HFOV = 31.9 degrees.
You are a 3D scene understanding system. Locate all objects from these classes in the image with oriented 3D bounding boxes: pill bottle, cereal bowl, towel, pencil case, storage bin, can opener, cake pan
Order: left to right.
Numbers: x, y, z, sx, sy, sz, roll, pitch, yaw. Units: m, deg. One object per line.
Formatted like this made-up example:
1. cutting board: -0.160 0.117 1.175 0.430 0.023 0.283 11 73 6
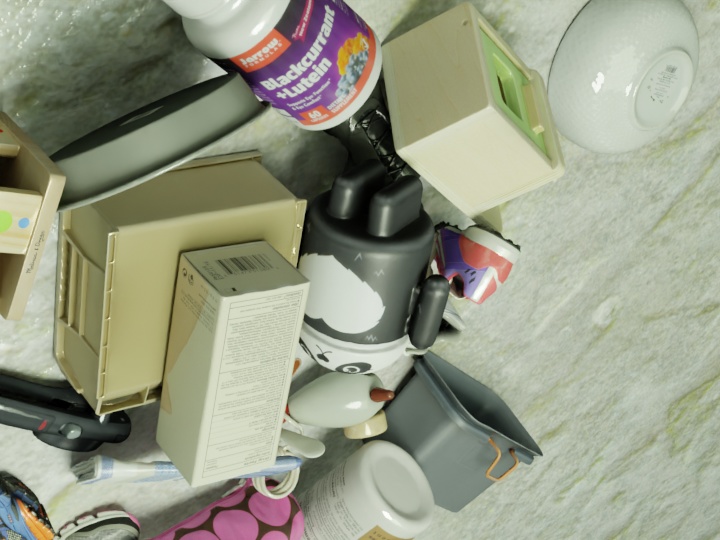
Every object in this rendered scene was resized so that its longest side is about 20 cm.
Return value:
1. can opener: -0.294 0.127 1.144 0.199 0.063 0.079 24 102 -48
2. cake pan: -0.168 -0.106 1.006 0.200 0.200 0.037 -30 106 -21
3. storage bin: -0.166 0.011 1.151 0.199 0.094 0.200 -12 127 -35
4. towel: -0.171 0.189 1.217 0.198 0.147 0.024 1 79 -20
5. pencil case: -0.156 0.289 1.330 0.199 0.090 0.094 -25 90 -47
6. pill bottle: -0.078 -0.209 1.054 0.112 0.111 0.200 -53 138 3
7. pill bottle: -0.021 0.288 1.419 0.114 0.115 0.200 14 134 -45
8. storage bin: 0.108 0.211 1.508 0.134 0.146 0.200 -46 139 11
9. cereal bowl: 0.308 -0.216 1.407 0.199 0.083 0.201 -22 131 -27

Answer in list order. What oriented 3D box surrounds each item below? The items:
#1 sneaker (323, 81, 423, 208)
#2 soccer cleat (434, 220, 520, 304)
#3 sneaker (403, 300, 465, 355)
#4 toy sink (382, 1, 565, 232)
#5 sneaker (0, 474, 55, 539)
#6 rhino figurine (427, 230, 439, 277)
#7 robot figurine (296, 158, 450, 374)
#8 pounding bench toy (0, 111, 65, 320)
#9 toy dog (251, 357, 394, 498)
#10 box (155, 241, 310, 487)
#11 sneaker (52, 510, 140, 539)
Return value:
1. sneaker: 0.017 -0.123 1.215 0.076 0.091 0.201 -41 137 -15
2. soccer cleat: 0.104 -0.006 1.313 0.068 0.200 0.074 31 85 -13
3. sneaker: 0.030 0.055 1.356 0.199 0.087 0.075 -12 127 -34
4. toy sink: 0.123 -0.143 1.232 0.112 0.131 0.200 -23 144 25
5. sneaker: -0.356 0.213 1.146 0.078 0.075 0.200 -38 135 -8
6. rhino figurine: -0.014 0.008 1.290 0.199 0.060 0.088 -7 105 -21
7. robot figurine: 0.000 0.001 1.178 0.124 0.151 0.201 -2 123 -21
8. pounding bench toy: -0.344 -0.017 0.952 0.155 0.124 0.201 4 116 -42
9. toy dog: -0.043 0.147 1.337 0.199 0.096 0.132 -34 100 -24
10. box: -0.116 0.084 1.117 0.094 0.078 0.201 -9 124 -37
11. sneaker: -0.298 0.323 1.262 0.199 0.087 0.074 -33 135 -19
